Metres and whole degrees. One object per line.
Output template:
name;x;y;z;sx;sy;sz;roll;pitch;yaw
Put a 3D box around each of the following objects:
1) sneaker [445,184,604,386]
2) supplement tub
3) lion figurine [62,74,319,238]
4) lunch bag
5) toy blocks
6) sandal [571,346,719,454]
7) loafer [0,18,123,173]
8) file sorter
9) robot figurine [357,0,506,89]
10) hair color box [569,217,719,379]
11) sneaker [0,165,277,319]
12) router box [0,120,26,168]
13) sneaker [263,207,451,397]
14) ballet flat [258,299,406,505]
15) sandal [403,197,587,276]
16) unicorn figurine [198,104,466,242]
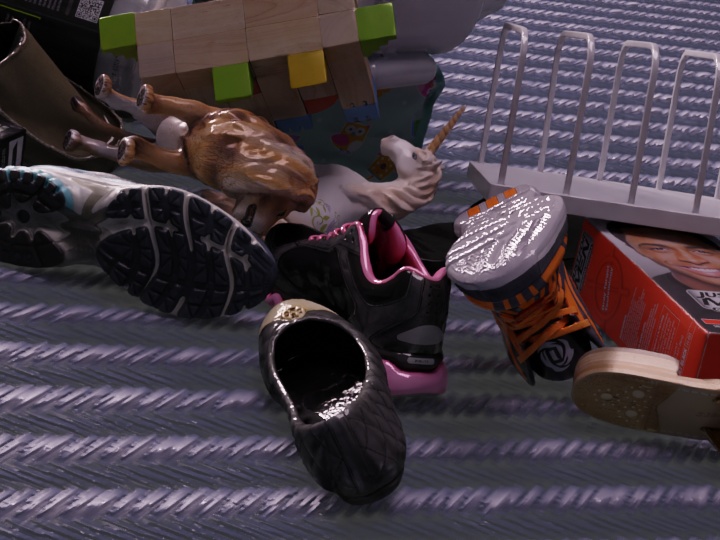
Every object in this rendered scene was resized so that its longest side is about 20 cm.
sneaker;0.107;0.017;1.089;0.077;0.112;0.200;-25;8;10
supplement tub;-0.240;-0.195;1.371;0.199;0.123;0.123;19;20;4
lion figurine;-0.113;-0.084;1.222;0.122;0.073;0.200;15;9;-29
lunch bag;-0.044;-0.167;1.484;0.170;0.122;0.200;7;32;-21
toy blocks;-0.069;-0.140;1.298;0.199;0.100;0.137;-9;-20;4
sandal;0.225;0.100;1.067;0.211;0.078;0.070;8;51;8
loafer;-0.247;-0.130;1.285;0.200;0.070;0.075;28;48;-22
file sorter;0.190;-0.103;1.321;0.199;0.125;0.139;8;9;-4
robot figurine;0.014;-0.218;1.382;0.200;0.170;0.113;-4;-12;-35
hair color box;0.223;0.030;1.228;0.101;0.061;0.200;4;20;-20
sneaker;-0.139;-0.030;1.159;0.199;0.078;0.086;17;17;14
router box;-0.344;-0.083;1.211;0.199;0.051;0.149;18;22;15
sneaker;0.000;0.000;1.130;0.079;0.096;0.200;-3;24;-30
ballet flat;-0.017;0.057;1.002;0.066;0.057;0.200;-22;27;-6
sandal;0.107;-0.030;1.343;0.200;0.045;0.075;-7;26;-42
unicorn figurine;-0.028;-0.056;1.311;0.137;0.074;0.200;17;40;21
